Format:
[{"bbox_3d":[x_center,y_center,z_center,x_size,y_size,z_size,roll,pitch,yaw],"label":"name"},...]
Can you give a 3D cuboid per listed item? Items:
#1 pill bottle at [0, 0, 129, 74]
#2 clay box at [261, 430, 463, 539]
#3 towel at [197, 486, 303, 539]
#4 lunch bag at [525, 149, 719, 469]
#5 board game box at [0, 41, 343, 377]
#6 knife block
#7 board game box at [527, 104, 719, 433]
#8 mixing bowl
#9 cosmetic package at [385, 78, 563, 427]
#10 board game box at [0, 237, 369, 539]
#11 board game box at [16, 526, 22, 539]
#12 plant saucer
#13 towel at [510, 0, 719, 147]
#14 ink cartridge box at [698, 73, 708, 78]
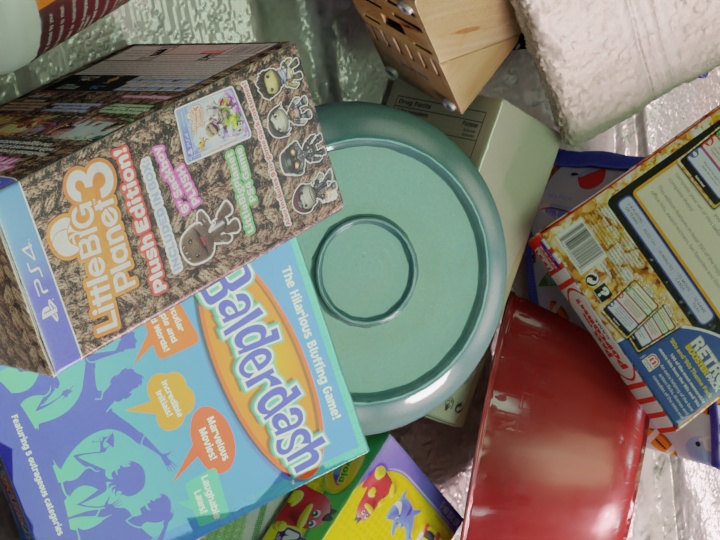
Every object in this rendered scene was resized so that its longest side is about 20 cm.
[{"bbox_3d":[-0.175,-0.169,0.988,0.200,0.109,0.110,-38,124,-30],"label":"pill bottle"},{"bbox_3d":[-0.024,0.205,1.193,0.201,0.047,0.115,-57,137,-17],"label":"clay box"},{"bbox_3d":[-0.074,0.149,1.175,0.199,0.031,0.150,14,94,-49],"label":"towel"},{"bbox_3d":[0.210,0.014,1.352,0.123,0.169,0.202,-31,118,-38],"label":"lunch bag"},{"bbox_3d":[-0.139,-0.040,1.013,0.199,0.159,0.098,-31,113,-33],"label":"board game box"},{"bbox_3d":[0.078,-0.195,1.165,0.176,0.064,0.200,-54,154,-10],"label":"knife block"},{"bbox_3d":[0.231,-0.016,1.224,0.199,0.046,0.152,-34,87,-7],"label":"board game box"},{"bbox_3d":[0.133,0.121,1.280,0.200,0.107,0.202,10,90,-83],"label":"mixing bowl"},{"bbox_3d":[0.043,-0.012,1.236,0.073,0.103,0.201,25,85,-45],"label":"cosmetic package"},{"bbox_3d":[-0.108,0.071,1.064,0.199,0.045,0.153,-26,107,-21],"label":"board game box"},{"bbox_3d":[-0.143,0.088,1.131,0.151,0.036,0.202,-28,118,-37],"label":"board game box"},{"bbox_3d":[0.000,0.000,1.146,0.198,0.027,0.202,-1,93,-18],"label":"plant saucer"},{"bbox_3d":[0.156,-0.166,1.154,0.132,0.035,0.200,-29,142,-1],"label":"towel"},{"bbox_3d":[0.185,-0.210,1.295,0.076,0.136,0.202,22,85,-42],"label":"ink cartridge box"}]
